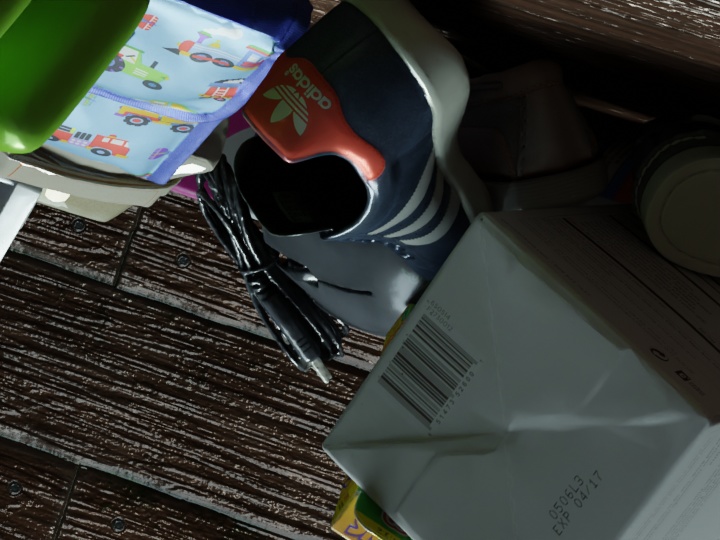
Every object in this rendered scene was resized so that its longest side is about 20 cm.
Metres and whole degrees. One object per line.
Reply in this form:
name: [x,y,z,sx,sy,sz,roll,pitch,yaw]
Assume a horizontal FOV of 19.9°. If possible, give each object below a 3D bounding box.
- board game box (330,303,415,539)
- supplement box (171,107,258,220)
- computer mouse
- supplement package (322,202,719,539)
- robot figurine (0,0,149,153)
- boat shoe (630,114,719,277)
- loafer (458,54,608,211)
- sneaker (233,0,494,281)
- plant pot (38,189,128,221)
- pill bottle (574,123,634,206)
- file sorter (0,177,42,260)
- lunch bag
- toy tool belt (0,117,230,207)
board game box: [0.044,0.086,0.871,0.096,0.030,0.200,34,-159,-6]
supplement box: [-0.032,-0.072,1.184,0.101,0.103,0.200,20,-178,26]
computer mouse: [0.000,0.000,1.001,0.200,0.053,0.139,-6,123,45]
supplement package: [0.104,0.054,0.829,0.120,0.121,0.200,43,-157,23]
robot figurine: [-0.164,-0.100,0.623,0.200,0.116,0.176,20,155,28]
boat shoe: [0.199,-0.017,0.850,0.200,0.073,0.062,17,-154,-20]
loafer: [0.046,-0.072,0.897,0.072,0.063,0.200,-17,-163,-19]
sneaker: [-0.003,-0.036,0.793,0.075,0.084,0.200,48,171,25]
plant pot: [-0.196,-0.110,1.392,0.200,0.135,0.200,17,180,0]
pill bottle: [0.070,-0.031,1.047,0.200,0.112,0.112,20,-179,26]
file sorter: [-0.246,-0.078,1.100,0.124,0.139,0.200,22,-144,-20]
lunch bag: [-0.113,-0.114,0.844,0.150,0.094,0.200,19,168,-17]
toy tool belt: [-0.163,-0.104,1.001,0.200,0.125,0.123,19,172,-18]
